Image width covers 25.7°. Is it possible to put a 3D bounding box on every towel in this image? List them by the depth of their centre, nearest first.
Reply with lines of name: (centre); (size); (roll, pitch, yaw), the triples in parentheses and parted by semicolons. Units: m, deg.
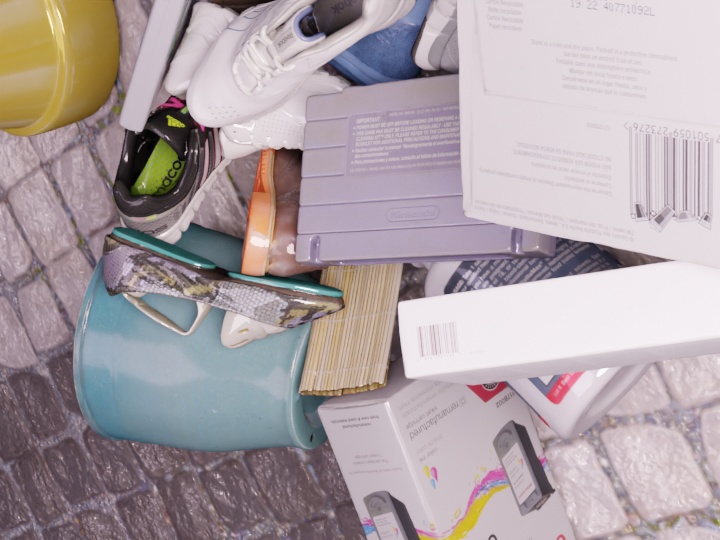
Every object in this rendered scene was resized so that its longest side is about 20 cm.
towel: (0.020, -0.228, 1.155); (0.112, 0.048, 0.201); (40, 132, 21)

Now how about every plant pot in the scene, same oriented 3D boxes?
plant pot: (-0.107, 0.064, 1.329); (0.187, 0.200, 0.201); (11, 118, 22)
plant pot: (-0.349, -0.205, 1.412); (0.200, 0.189, 0.202); (20, 123, 34)

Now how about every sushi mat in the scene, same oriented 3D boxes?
sushi mat: (0.000, 0.000, 1.222); (0.095, 0.012, 0.201); (-11, 61, 44)

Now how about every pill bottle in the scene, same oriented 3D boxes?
pill bottle: (0.116, 0.011, 1.130); (0.200, 0.119, 0.120); (45, 134, 17)

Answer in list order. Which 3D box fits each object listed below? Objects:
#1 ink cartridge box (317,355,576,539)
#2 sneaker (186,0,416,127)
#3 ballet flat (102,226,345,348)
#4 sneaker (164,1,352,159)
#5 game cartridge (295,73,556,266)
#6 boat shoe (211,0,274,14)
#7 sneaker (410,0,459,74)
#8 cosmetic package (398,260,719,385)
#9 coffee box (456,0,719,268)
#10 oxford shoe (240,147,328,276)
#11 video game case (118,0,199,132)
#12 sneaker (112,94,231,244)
ink cartridge box: (0.072, 0.164, 1.227); (0.085, 0.147, 0.201); (-14, 102, 46)
sneaker: (-0.054, -0.165, 1.123); (0.200, 0.087, 0.075); (-34, 95, 26)
ballet flat: (-0.110, 0.022, 1.223); (0.199, 0.072, 0.072); (15, 122, 13)
sneaker: (-0.062, -0.119, 1.220); (0.199, 0.078, 0.100); (32, 92, 3)
game cartridge: (0.046, -0.070, 1.095); (0.199, 0.038, 0.130); (-2, 76, 34)
boat shoe: (-0.072, -0.267, 1.220); (0.200, 0.071, 0.076); (120, 144, -47)
sneaker: (0.111, -0.186, 1.054); (0.115, 0.075, 0.200); (24, 154, 0)
cosmetic package: (0.140, 0.034, 0.976); (0.199, 0.151, 0.052); (-9, 79, 18)
coffee box: (0.191, -0.138, 0.928); (0.199, 0.197, 0.201); (15, 119, 38)
oxford shoe: (-0.050, -0.048, 1.240); (0.072, 0.200, 0.072); (9, 119, -3)
video game case: (-0.128, -0.232, 1.199); (0.024, 0.183, 0.200); (21, 137, -6)
sneaker: (-0.139, -0.114, 1.267); (0.073, 0.201, 0.087); (27, 170, 14)
